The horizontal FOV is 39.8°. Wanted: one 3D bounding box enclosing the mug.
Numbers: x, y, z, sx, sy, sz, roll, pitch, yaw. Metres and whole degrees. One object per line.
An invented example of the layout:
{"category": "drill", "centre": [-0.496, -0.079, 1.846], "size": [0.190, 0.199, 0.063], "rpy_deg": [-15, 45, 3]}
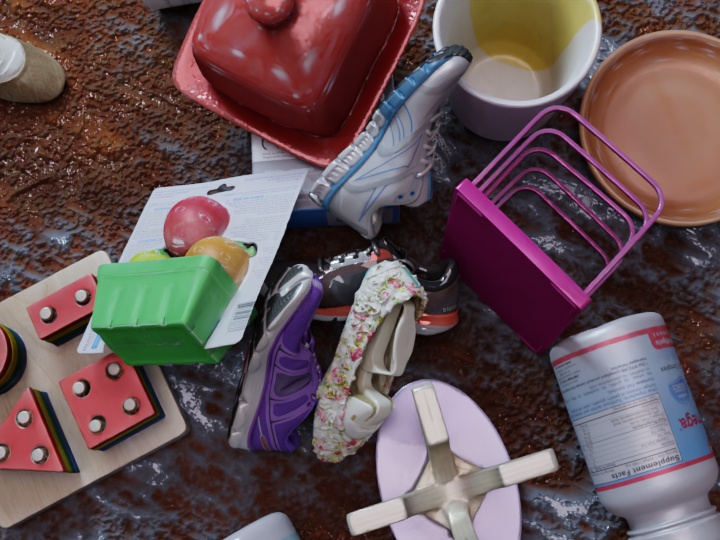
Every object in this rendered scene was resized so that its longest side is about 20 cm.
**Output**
{"category": "mug", "centre": [0.155, -0.208, 0.947], "size": [0.186, 0.153, 0.150], "rpy_deg": [-39, 78, -7]}

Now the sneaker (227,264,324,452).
{"category": "sneaker", "centre": [-0.062, 0.082, 0.902], "size": [0.083, 0.201, 0.081], "rpy_deg": [13, 34, -8]}

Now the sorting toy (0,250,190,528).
{"category": "sorting toy", "centre": [-0.295, 0.107, 0.941], "size": [0.197, 0.070, 0.201], "rpy_deg": [-28, 78, -3]}

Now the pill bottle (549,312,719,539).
{"category": "pill bottle", "centre": [0.250, 0.147, 0.886], "size": [0.108, 0.109, 0.202], "rpy_deg": [-17, 77, -1]}

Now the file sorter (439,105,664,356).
{"category": "file sorter", "centre": [0.167, -0.033, 0.886], "size": [0.125, 0.200, 0.139], "rpy_deg": [-43, 79, -10]}

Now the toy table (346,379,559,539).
{"category": "toy table", "centre": [0.078, 0.193, 0.880], "size": [0.183, 0.117, 0.201], "rpy_deg": [-28, 78, -3]}

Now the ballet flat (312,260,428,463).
{"category": "ballet flat", "centre": [0.008, 0.090, 0.881], "size": [0.064, 0.075, 0.202], "rpy_deg": [30, 110, 44]}

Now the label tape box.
{"category": "label tape box", "centre": [-0.036, -0.147, 0.989], "size": [0.141, 0.066, 0.202], "rpy_deg": [-3, 79, 2]}

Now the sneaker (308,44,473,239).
{"category": "sneaker", "centre": [0.043, -0.107, 0.871], "size": [0.087, 0.075, 0.200], "rpy_deg": [44, 123, 4]}

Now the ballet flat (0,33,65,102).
{"category": "ballet flat", "centre": [-0.402, -0.231, 1.021], "size": [0.198, 0.072, 0.068], "rpy_deg": [26, 80, 8]}

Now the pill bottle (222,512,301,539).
{"category": "pill bottle", "centre": [-0.067, 0.322, 0.860], "size": [0.110, 0.111, 0.201], "rpy_deg": [-29, 78, -4]}

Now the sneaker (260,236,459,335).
{"category": "sneaker", "centre": [0.000, 0.000, 0.934], "size": [0.198, 0.077, 0.083], "rpy_deg": [8, 115, -4]}

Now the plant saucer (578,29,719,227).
{"category": "plant saucer", "centre": [0.313, -0.137, 0.983], "size": [0.198, 0.037, 0.203], "rpy_deg": [-1, 77, 3]}

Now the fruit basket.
{"category": "fruit basket", "centre": [-0.149, -0.007, 0.905], "size": [0.183, 0.094, 0.201], "rpy_deg": [-5, 43, 27]}

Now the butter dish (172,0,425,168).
{"category": "butter dish", "centre": [-0.067, -0.222, 0.888], "size": [0.198, 0.148, 0.201], "rpy_deg": [28, 92, 7]}

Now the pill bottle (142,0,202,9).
{"category": "pill bottle", "centre": [-0.132, -0.338, 1.011], "size": [0.198, 0.114, 0.116], "rpy_deg": [-9, 77, 1]}
